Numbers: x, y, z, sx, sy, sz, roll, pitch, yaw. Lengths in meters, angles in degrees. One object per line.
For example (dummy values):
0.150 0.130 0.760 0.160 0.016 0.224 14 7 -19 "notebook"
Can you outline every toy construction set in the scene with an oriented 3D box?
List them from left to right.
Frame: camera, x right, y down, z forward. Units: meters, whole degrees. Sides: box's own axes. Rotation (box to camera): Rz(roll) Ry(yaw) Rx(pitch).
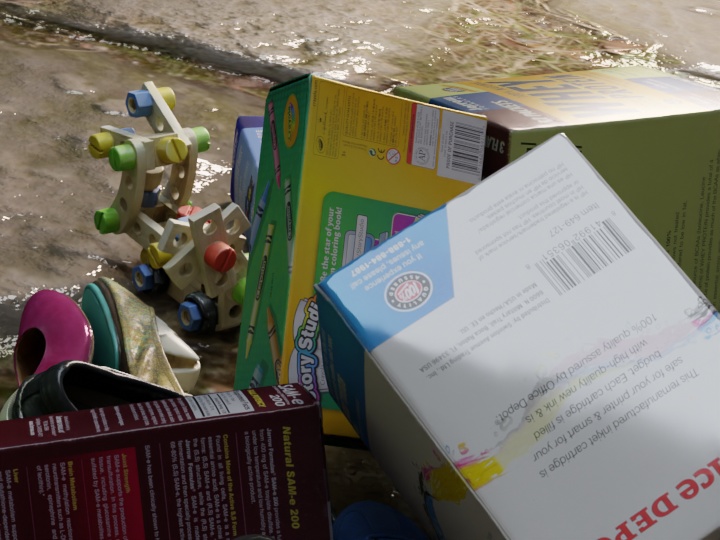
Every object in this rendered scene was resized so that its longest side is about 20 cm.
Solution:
-0.117 -0.033 1.165 0.092 0.131 0.200 -6 29 -23 "toy construction set"

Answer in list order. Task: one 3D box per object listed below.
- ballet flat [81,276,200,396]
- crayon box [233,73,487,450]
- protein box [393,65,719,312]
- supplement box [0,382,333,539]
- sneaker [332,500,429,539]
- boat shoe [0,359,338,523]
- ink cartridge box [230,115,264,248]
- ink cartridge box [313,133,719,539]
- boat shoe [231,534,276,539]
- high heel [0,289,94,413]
-0.122 0.073 1.029 0.071 0.071 0.200 -2 34 -18 "ballet flat"
0.000 0.000 0.977 0.119 0.200 0.058 11 -9 -28 "crayon box"
0.135 -0.018 1.110 0.200 0.199 0.135 -8 20 -29 "protein box"
-0.116 0.123 0.843 0.200 0.109 0.061 -6 9 -11 "supplement box"
0.026 0.159 0.836 0.066 0.078 0.200 0 27 -11 "sneaker"
-0.088 0.100 0.909 0.199 0.066 0.075 30 42 -12 "boat shoe"
-0.023 -0.058 1.306 0.136 0.076 0.200 0 26 -14 "ink cartridge box"
0.095 0.073 0.831 0.147 0.145 0.200 -31 67 -13 "ink cartridge box"
-0.068 0.191 0.748 0.067 0.057 0.200 31 50 -3 "boat shoe"
-0.206 0.073 1.007 0.096 0.067 0.200 8 38 -24 "high heel"
